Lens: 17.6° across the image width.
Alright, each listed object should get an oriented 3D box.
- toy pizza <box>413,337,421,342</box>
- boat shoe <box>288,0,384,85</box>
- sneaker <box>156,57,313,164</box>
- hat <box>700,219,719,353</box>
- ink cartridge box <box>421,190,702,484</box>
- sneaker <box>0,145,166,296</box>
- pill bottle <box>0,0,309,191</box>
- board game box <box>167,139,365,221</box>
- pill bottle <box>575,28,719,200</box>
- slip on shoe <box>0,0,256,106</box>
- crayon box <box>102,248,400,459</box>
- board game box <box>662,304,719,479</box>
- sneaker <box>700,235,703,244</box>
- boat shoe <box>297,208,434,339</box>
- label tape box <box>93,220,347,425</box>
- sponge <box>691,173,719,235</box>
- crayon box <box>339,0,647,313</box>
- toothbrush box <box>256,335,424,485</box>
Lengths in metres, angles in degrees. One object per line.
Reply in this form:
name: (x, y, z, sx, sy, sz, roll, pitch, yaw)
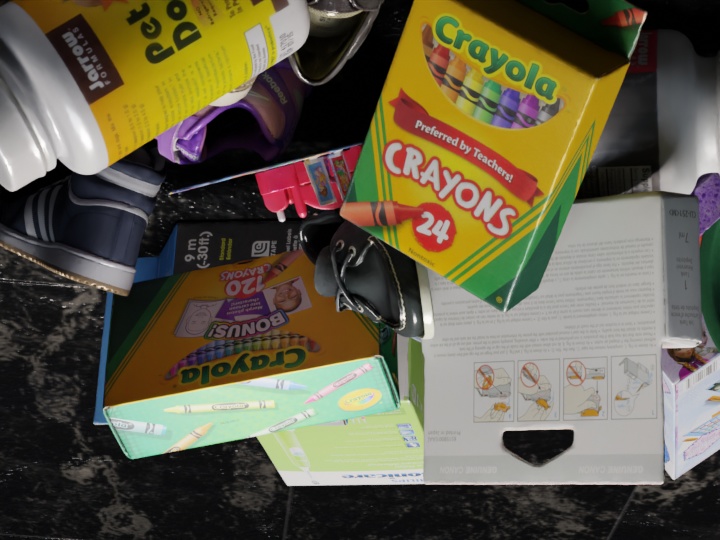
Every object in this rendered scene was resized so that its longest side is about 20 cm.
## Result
toy pizza: (0.103, 0.002, 1.772, 0.199, 0.032, 0.200, 1, 147, 1)
boat shoe: (-0.011, -0.177, 1.372, 0.073, 0.065, 0.200, 5, 155, -1)
sneaker: (-0.125, -0.113, 1.498, 0.199, 0.089, 0.081, 5, 157, -1)
hat: (0.361, -0.001, 1.611, 0.175, 0.166, 0.200, 7, 168, -28)
ink cartridge box: (0.122, 0.046, 1.448, 0.200, 0.174, 0.043, -5, 174, 44)
sneaker: (-0.202, -0.053, 1.676, 0.070, 0.109, 0.200, 16, -177, -31)
pill bottle: (-0.136, -0.129, 1.332, 0.200, 0.109, 0.109, -33, 160, -15)
board game box: (-0.028, -0.058, 1.538, 0.158, 0.039, 0.200, -12, -176, 40)
pill bottle: (0.156, -0.096, 1.471, 0.199, 0.111, 0.111, -1, 155, 9)
slip on shoe: (-0.153, -0.155, 1.419, 0.199, 0.076, 0.061, 17, 148, -13)
crayon box: (-0.074, 0.053, 1.614, 0.199, 0.119, 0.058, -11, 134, 10)
board game box: (0.303, 0.056, 1.741, 0.200, 0.041, 0.200, -32, 155, -8)
sneaker: (0.236, 0.016, 1.756, 0.084, 0.075, 0.200, 4, 145, -6)
boat shoe: (0.000, -0.002, 1.511, 0.066, 0.199, 0.075, -8, 115, -10)
label tape box: (-0.106, 0.040, 1.757, 0.199, 0.145, 0.063, -1, 155, 8)
sponge: (0.194, -0.034, 1.542, 0.111, 0.200, 0.030, -21, 101, 43)
crayon box: (0.076, -0.091, 1.386, 0.127, 0.051, 0.201, 30, 121, 19)
toothbrush box: (-0.011, 0.111, 1.969, 0.145, 0.086, 0.200, -2, 154, 11)
